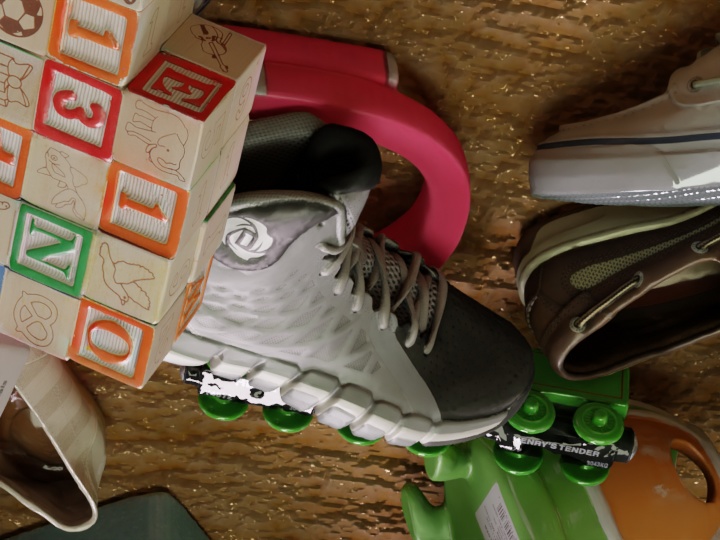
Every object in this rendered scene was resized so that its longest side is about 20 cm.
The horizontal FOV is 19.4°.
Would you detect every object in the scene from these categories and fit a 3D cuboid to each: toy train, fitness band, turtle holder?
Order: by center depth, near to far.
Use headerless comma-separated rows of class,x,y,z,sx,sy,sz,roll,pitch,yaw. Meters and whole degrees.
fitness band,-0.054,-0.035,0.846,0.198,0.038,0.144,7,140,-15
toy train,0.022,0.048,0.909,0.198,0.057,0.042,11,136,-1
turtle holder,0.105,0.140,0.995,0.131,0.141,0.187,-17,130,-15

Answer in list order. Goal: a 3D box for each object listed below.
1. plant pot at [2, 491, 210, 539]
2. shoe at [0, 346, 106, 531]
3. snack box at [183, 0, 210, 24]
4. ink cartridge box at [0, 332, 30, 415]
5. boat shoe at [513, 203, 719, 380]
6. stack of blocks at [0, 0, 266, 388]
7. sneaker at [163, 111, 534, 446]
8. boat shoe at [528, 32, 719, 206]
plant pot,-0.140,0.266,1.055,0.195,0.201,0.196,-18,139,13
shoe,-0.162,0.045,0.904,0.069,0.054,0.200,-20,138,13
snack box,-0.083,-0.113,0.729,0.072,0.024,0.200,40,125,-3
ink cartridge box,-0.234,0.021,0.731,0.085,0.145,0.200,-64,155,3
boat shoe,0.167,-0.002,0.886,0.201,0.075,0.075,-20,138,14
stack of blocks,-0.095,-0.072,0.707,0.114,0.059,0.201,22,125,8
sneaker,0.000,0.000,0.812,0.199,0.075,0.116,14,136,-24
boat shoe,0.160,-0.064,0.824,0.199,0.067,0.073,-4,175,25
